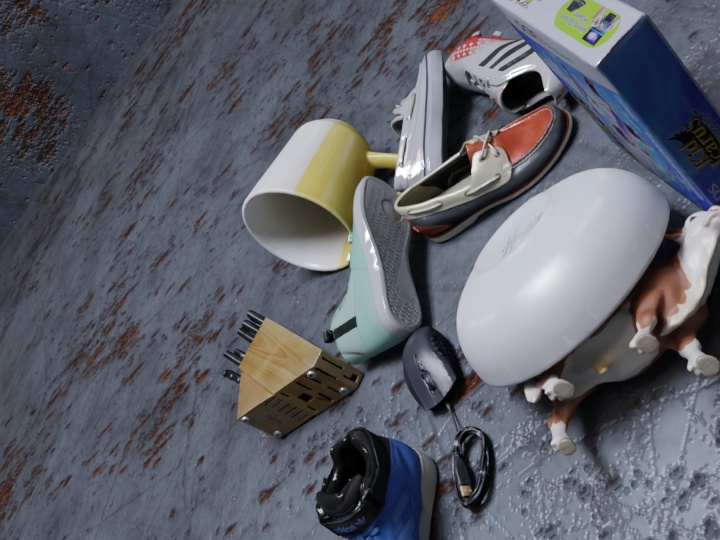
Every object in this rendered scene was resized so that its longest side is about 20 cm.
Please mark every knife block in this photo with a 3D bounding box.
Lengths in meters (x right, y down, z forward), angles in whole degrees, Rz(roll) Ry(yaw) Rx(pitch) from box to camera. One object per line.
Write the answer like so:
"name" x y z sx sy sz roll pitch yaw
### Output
"knife block" -0.087 0.094 0.948 0.199 0.064 0.177 -37 38 33

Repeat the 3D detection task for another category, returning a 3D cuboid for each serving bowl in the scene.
"serving bowl" 0.141 -0.008 0.628 0.200 0.066 0.200 -48 8 9

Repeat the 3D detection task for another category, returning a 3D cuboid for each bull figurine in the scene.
"bull figurine" 0.193 0.042 0.571 0.200 0.065 0.122 -46 6 32

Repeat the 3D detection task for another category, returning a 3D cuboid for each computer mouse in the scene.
"computer mouse" 0.072 0.122 0.723 0.059 0.034 0.201 -46 34 20

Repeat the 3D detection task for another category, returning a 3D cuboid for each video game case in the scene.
"video game case" 0.196 -0.133 0.596 0.045 0.199 0.182 -44 33 14

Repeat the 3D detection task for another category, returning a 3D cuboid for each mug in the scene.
"mug" -0.034 -0.098 1.002 0.150 0.184 0.155 109 -178 -57

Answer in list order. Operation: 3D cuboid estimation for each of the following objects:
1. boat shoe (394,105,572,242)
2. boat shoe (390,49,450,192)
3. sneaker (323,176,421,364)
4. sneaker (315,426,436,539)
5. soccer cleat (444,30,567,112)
"boat shoe" 0.122 -0.103 0.816 0.199 0.062 0.072 -37 35 31
"boat shoe" 0.067 -0.176 0.929 0.066 0.074 0.202 -4 53 12
"sneaker" 0.000 0.000 0.872 0.118 0.073 0.203 -40 44 42
"sneaker" 0.009 0.225 0.650 0.076 0.111 0.202 -30 42 38
"soccer cleat" 0.152 -0.207 0.858 0.199 0.068 0.086 10 67 53
